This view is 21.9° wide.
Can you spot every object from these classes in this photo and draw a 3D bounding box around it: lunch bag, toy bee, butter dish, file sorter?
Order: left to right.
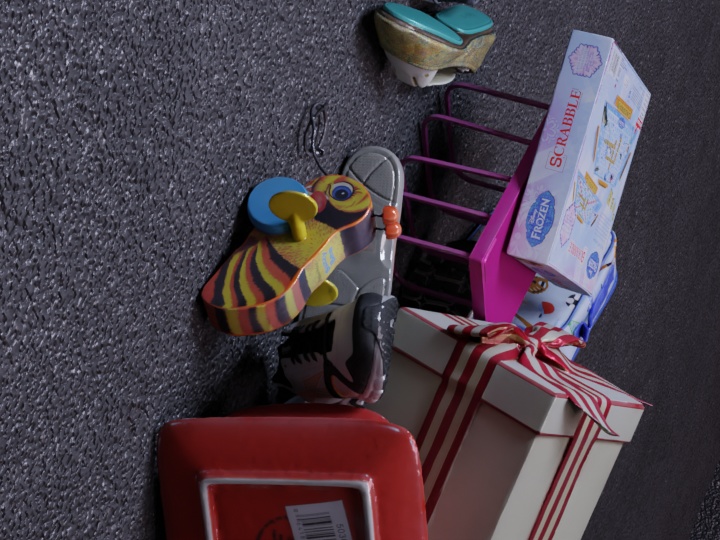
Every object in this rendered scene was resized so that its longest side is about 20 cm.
[{"bbox_3d":[-0.039,0.172,1.410,0.148,0.197,0.202,-68,155,-62],"label":"butter dish"},{"bbox_3d":[-0.031,-0.034,1.380,0.202,0.108,0.131,-69,158,-10],"label":"toy bee"},{"bbox_3d":[0.094,-0.049,1.659,0.140,0.124,0.201,80,32,-49],"label":"file sorter"},{"bbox_3d":[0.168,0.022,1.851,0.200,0.159,0.076,-55,152,-42],"label":"lunch bag"}]

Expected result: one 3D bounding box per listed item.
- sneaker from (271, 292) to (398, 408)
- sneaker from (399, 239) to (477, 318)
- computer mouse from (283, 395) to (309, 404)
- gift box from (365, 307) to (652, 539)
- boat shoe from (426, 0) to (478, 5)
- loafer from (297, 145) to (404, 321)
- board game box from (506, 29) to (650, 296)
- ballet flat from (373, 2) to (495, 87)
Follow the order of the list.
[{"bbox_3d":[-0.021,0.065,1.402,0.200,0.079,0.075,121,-18,-68],"label":"sneaker"},{"bbox_3d":[0.073,0.066,1.762,0.202,0.078,0.089,-65,156,0],"label":"sneaker"},{"bbox_3d":[-0.076,0.186,1.516,0.110,0.043,0.202,12,96,-72],"label":"computer mouse"},{"bbox_3d":[0.120,0.137,1.501,0.184,0.199,0.189,8,106,-60],"label":"gift box"},{"bbox_3d":[0.116,-0.286,1.622,0.200,0.067,0.072,-48,147,-49],"label":"boat shoe"},{"bbox_3d":[0.000,0.000,1.544,0.063,0.071,0.202,28,76,-76],"label":"loafer"},{"bbox_3d":[0.198,-0.090,1.659,0.200,0.041,0.202,27,79,-70],"label":"board game box"},{"bbox_3d":[0.058,-0.186,1.563,0.200,0.070,0.072,-18,122,-65],"label":"ballet flat"}]
